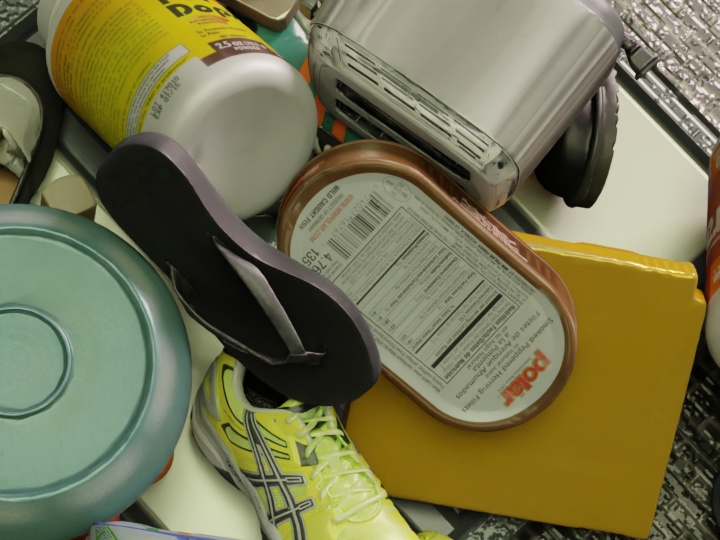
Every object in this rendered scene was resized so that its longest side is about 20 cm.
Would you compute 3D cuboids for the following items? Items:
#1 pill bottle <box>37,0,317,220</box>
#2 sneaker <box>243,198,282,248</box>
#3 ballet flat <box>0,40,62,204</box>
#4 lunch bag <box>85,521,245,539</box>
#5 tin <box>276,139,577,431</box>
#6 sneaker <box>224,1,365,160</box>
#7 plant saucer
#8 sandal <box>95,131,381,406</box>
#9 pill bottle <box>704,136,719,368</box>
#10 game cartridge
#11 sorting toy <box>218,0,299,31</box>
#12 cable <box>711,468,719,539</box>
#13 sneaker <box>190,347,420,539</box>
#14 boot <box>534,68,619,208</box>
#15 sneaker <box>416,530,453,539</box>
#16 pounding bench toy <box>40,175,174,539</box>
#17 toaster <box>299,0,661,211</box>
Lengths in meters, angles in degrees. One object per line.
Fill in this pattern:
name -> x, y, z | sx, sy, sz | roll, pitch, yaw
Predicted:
pill bottle -> -0.118, -0.118, 1.327 | 0.109, 0.109, 0.200 | -35, 46, -13
sneaker -> 0.000, 0.000, 1.346 | 0.199, 0.093, 0.071 | 16, 74, 0
ballet flat -> -0.231, -0.059, 1.356 | 0.068, 0.068, 0.201 | 14, 73, 0
lunch bag -> -0.082, 0.200, 1.228 | 0.159, 0.200, 0.076 | 11, 70, -1
tin -> 0.038, 0.012, 1.271 | 0.200, 0.042, 0.112 | 40, 109, -11
sneaker -> -0.026, -0.095, 1.383 | 0.080, 0.071, 0.200 | -32, 68, -9
plant saucer -> -0.192, 0.053, 1.218 | 0.199, 0.027, 0.201 | 2, 72, -7
sandal -> -0.075, 0.010, 1.239 | 0.200, 0.076, 0.043 | 42, 32, -9
pill bottle -> 0.264, 0.004, 1.324 | 0.112, 0.112, 0.201 | 11, 50, -2
game cartridge -> 0.096, 0.064, 1.323 | 0.199, 0.032, 0.177 | 10, 109, -4
sorting toy -> -0.086, -0.287, 1.376 | 0.198, 0.070, 0.200 | 29, 76, 7
cable -> 0.303, 0.133, 1.363 | 0.162, 0.051, 0.201 | 13, 69, -6
sneaker -> -0.032, 0.118, 1.284 | 0.075, 0.077, 0.200 | -26, 55, -35
boot -> 0.073, -0.135, 1.395 | 0.157, 0.080, 0.212 | -1, 64, -12
sneaker -> 0.025, 0.252, 1.288 | 0.083, 0.074, 0.201 | 24, 74, 6
pounding bench toy -> -0.171, 0.061, 1.298 | 0.156, 0.124, 0.200 | 33, 74, 5
toaster -> 0.062, -0.125, 1.294 | 0.200, 0.114, 0.129 | 35, 78, 6
